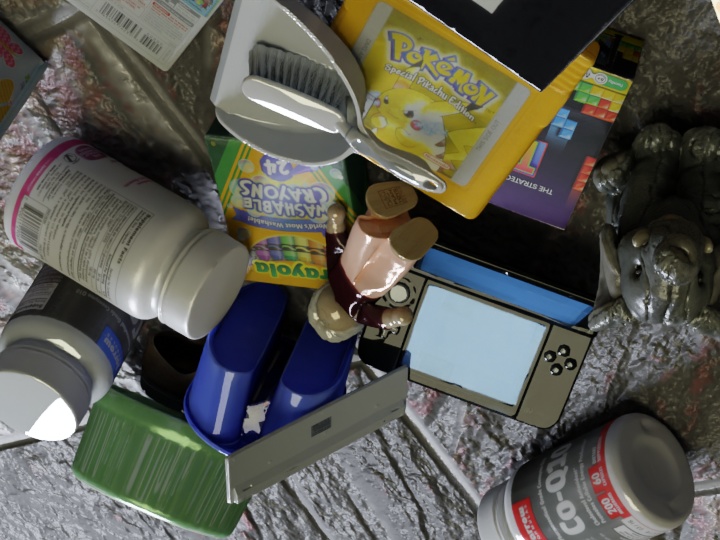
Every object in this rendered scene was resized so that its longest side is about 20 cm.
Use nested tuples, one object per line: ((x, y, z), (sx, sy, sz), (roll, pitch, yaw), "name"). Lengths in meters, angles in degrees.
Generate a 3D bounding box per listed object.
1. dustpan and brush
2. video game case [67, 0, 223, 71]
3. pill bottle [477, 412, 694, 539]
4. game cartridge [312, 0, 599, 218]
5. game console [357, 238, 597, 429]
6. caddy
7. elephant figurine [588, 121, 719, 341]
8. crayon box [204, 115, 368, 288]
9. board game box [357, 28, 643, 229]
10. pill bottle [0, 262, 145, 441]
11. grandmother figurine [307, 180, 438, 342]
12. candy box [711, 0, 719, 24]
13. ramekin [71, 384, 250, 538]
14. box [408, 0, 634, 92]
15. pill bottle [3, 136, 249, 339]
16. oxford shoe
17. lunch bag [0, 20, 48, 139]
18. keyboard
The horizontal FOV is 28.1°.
((-0.021, -0.116, 1.067), (0.199, 0.057, 0.140), (24, 137, 2), "dustpan and brush")
((-0.190, -0.271, 1.133), (0.200, 0.022, 0.182), (36, 136, -13), "video game case")
((0.212, 0.223, 1.392), (0.114, 0.114, 0.200), (39, 134, -17), "pill bottle")
((0.057, -0.145, 1.066), (0.176, 0.033, 0.200), (30, 139, -4), "game cartridge")
((0.104, 0.055, 1.258), (0.199, 0.116, 0.177), (20, 112, 3), "game console")
((-0.083, 0.102, 1.342), (0.141, 0.200, 0.105), (18, 120, 3), "caddy")
((0.224, -0.005, 1.069), (0.141, 0.200, 0.155), (-25, 122, 36), "elephant figurine")
((-0.054, -0.050, 1.276), (0.125, 0.052, 0.201), (6, 135, 17), "crayon box")
((0.097, -0.136, 1.124), (0.199, 0.057, 0.166), (20, 136, 3), "board game box")
((-0.270, 0.055, 1.360), (0.113, 0.200, 0.114), (11, 137, 11), "pill bottle")
((0.000, 0.000, 1.203), (0.060, 0.122, 0.200), (-10, 155, -24), "grandmother figurine")
((0.315, -0.210, 0.920), (0.199, 0.055, 0.116), (6, 138, 43), "candy box")
((-0.196, 0.196, 1.475), (0.199, 0.098, 0.200), (23, 174, 2), "ramekin")
((0.087, -0.253, 0.903), (0.196, 0.200, 0.117), (33, 136, -11), "box")
((-0.207, -0.027, 1.283), (0.199, 0.113, 0.114), (30, 139, 15), "pill bottle")
((-0.131, 0.115, 1.458), (0.199, 0.073, 0.085), (17, 135, 6), "oxford shoe")
((-0.379, -0.152, 1.199), (0.127, 0.200, 0.170), (-24, 120, 39), "lunch bag")
((-0.035, 0.143, 1.274), (0.011, 0.199, 0.057), (32, 136, 42), "keyboard")
